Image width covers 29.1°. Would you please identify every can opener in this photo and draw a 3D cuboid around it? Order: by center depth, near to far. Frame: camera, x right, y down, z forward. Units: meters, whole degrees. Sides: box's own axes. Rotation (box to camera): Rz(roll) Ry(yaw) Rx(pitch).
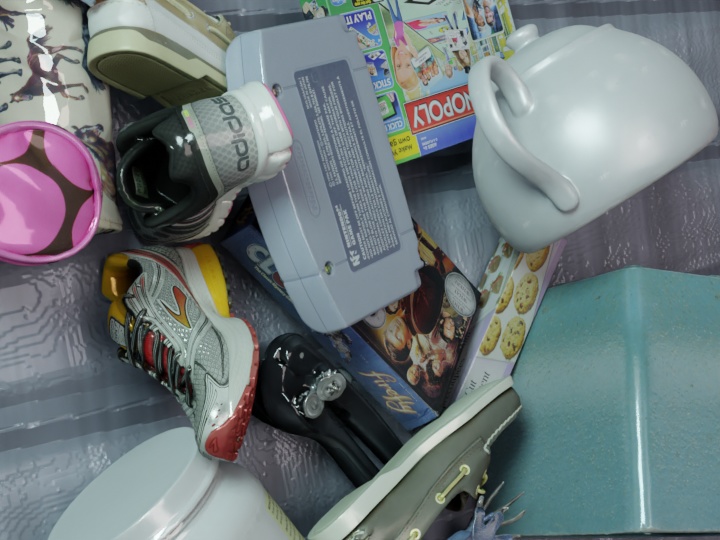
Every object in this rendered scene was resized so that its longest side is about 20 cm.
[{"bbox_3d":[-0.012,0.113,1.003,0.200,0.078,0.064,43,75,-34],"label":"can opener"}]

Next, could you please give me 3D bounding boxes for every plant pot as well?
[{"bbox_3d":[0.220,0.106,1.082,0.195,0.196,0.201,7,76,-31],"label":"plant pot"}]

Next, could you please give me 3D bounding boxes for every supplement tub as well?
[{"bbox_3d":[-0.094,0.216,0.900,0.145,0.145,0.200,-44,109,-26],"label":"supplement tub"}]

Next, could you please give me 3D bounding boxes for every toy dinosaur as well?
[{"bbox_3d":[0.064,0.209,0.983,0.199,0.182,0.106,-4,74,-15],"label":"toy dinosaur"}]

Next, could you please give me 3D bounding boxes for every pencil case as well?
[{"bbox_3d":[-0.236,-0.048,0.798,0.093,0.199,0.091,9,87,-43],"label":"pencil case"},{"bbox_3d":[-0.205,-0.117,0.887,0.078,0.089,0.201,-1,83,-62],"label":"pencil case"}]

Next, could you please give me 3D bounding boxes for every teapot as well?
[{"bbox_3d":[0.153,-0.114,1.022,0.197,0.200,0.146,-33,90,-14],"label":"teapot"}]

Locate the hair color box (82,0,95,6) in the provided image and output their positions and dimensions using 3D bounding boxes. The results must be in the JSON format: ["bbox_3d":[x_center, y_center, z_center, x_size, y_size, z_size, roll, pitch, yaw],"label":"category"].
[{"bbox_3d":[-0.186,-0.266,0.865,0.099,0.061,0.201,27,40,-27],"label":"hair color box"}]

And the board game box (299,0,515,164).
[{"bbox_3d":[0.050,-0.160,1.057,0.200,0.029,0.135,-23,99,-43],"label":"board game box"}]

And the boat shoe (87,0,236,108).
[{"bbox_3d":[-0.106,-0.138,0.925,0.200,0.074,0.069,31,53,-61],"label":"boat shoe"}]

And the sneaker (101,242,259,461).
[{"bbox_3d":[-0.119,0.052,0.887,0.082,0.200,0.078,2,120,-24],"label":"sneaker"}]

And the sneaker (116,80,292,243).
[{"bbox_3d":[-0.120,-0.060,0.871,0.087,0.200,0.074,-17,86,-31],"label":"sneaker"}]

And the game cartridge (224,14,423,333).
[{"bbox_3d":[-0.024,-0.066,0.929,0.133,0.041,0.201,-26,101,-58],"label":"game cartridge"}]

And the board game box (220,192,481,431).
[{"bbox_3d":[0.000,0.000,1.006,0.200,0.035,0.136,46,42,-21],"label":"board game box"}]

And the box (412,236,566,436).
[{"bbox_3d":[0.103,0.051,1.093,0.041,0.039,0.201,35,70,-24],"label":"box"}]

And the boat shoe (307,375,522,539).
[{"bbox_3d":[0.050,0.147,0.974,0.201,0.072,0.060,-37,89,-33],"label":"boat shoe"}]
